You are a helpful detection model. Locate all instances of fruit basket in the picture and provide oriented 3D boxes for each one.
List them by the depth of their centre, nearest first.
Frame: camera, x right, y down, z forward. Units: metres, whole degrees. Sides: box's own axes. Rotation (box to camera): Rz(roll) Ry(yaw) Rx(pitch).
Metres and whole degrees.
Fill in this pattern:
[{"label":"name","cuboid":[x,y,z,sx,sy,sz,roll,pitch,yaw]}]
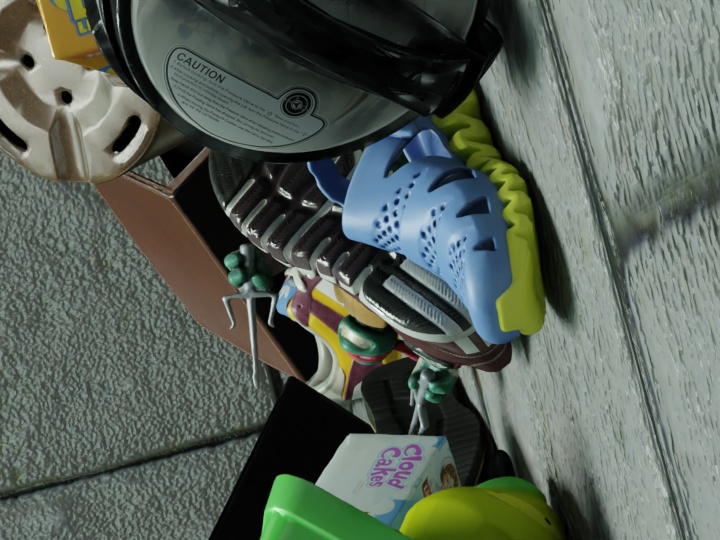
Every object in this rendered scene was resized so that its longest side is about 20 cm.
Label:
[{"label":"fruit basket","cuboid":[0.047,0.166,1.202,0.156,0.215,0.216,100,156,-60]}]

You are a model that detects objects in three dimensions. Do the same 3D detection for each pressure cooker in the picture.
[{"label":"pressure cooker","cuboid":[-0.037,-0.147,1.073,0.200,0.176,0.179,-113,12,-53]}]

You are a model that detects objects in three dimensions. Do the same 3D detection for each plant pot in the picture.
[{"label":"plant pot","cuboid":[-0.134,-0.154,1.504,0.198,0.200,0.201,-43,-53,-53]}]

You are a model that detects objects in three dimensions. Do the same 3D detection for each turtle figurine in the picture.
[{"label":"turtle figurine","cuboid":[0.000,0.000,1.391,0.101,0.150,0.200,-51,-28,-49]}]

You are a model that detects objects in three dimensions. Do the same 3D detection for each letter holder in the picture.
[{"label":"letter holder","cuboid":[-0.094,-0.037,1.763,0.142,0.101,0.200,22,154,47]}]

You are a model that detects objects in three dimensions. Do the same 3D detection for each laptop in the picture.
[{"label":"laptop","cuboid":[-0.018,0.215,1.694,0.200,0.116,0.187,81,-152,-49]}]

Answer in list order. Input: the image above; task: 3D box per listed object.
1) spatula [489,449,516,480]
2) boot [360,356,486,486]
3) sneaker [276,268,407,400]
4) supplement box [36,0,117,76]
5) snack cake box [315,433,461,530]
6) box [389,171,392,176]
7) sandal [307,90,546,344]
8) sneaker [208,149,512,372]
[{"label":"spatula","cuboid":[0.088,0.200,1.403,0.056,0.021,0.200,-16,-76,-58]},{"label":"boot","cuboid":[0.054,0.152,1.530,0.200,0.077,0.139,-88,-18,-66]},{"label":"sneaker","cuboid":[-0.019,-0.007,1.691,0.075,0.090,0.200,-132,28,-79]},{"label":"supplement box","cuboid":[-0.107,-0.137,1.283,0.200,0.066,0.069,9,-113,-76]},{"label":"snack cake box","cuboid":[0.025,0.204,1.381,0.115,0.067,0.200,-52,-47,-49]},{"label":"box","cuboid":[-0.013,-0.103,1.446,0.200,0.078,0.095,84,170,-55]},{"label":"sandal","cuboid":[0.031,-0.027,1.165,0.200,0.087,0.080,-116,15,-57]},{"label":"sneaker","cuboid":[0.005,-0.005,1.290,0.200,0.076,0.116,43,176,36]}]
